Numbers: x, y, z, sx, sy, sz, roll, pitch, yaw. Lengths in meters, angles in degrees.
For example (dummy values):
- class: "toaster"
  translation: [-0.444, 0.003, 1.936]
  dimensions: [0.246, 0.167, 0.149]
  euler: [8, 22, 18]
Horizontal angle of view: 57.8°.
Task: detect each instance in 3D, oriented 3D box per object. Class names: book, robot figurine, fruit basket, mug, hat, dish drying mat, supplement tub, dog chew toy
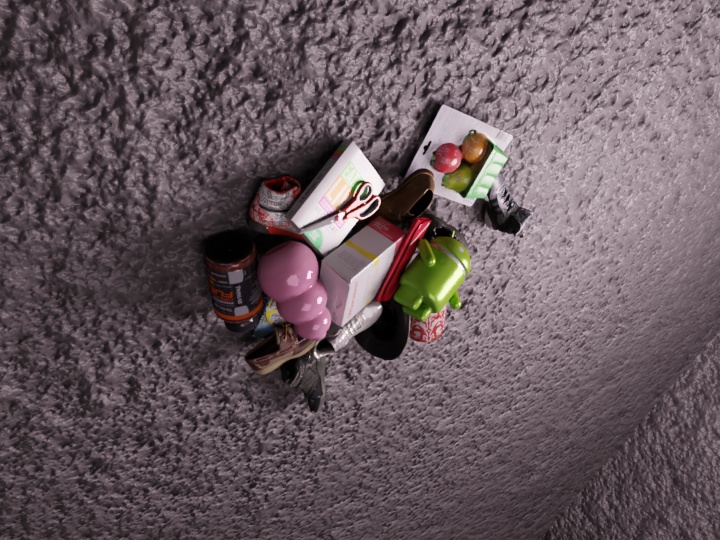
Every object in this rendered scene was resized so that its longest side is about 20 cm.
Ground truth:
- class: "book"
  translation: [-0.051, -0.143, 1.304]
  dimensions: [0.201, 0.048, 0.134]
  euler: [-54, 135, -12]
- class: "robot figurine"
  translation: [0.162, 0.011, 1.430]
  dimensions: [0.201, 0.115, 0.176]
  euler: [-49, 128, -15]
- class: "fruit basket"
  translation: [0.210, -0.246, 1.420]
  dimensions: [0.197, 0.094, 0.187]
  euler: [17, 116, -23]
- class: "mug"
  translation: [0.176, 0.069, 1.610]
  dimensions: [0.174, 0.135, 0.202]
  euler: [-13, 136, -7]
- class: "hat"
  translation: [0.063, 0.105, 1.550]
  dimensions: [0.080, 0.200, 0.203]
  euler: [-17, 137, -48]
- class: "dish drying mat"
  translation: [0.093, -0.021, 1.413]
  dimensions: [0.077, 0.018, 0.202]
  euler: [-14, 132, -64]
- class: "supplement tub"
  translation: [-0.253, 0.031, 1.322]
  dimensions: [0.105, 0.107, 0.202]
  euler: [-17, 133, -19]
- class: "dog chew toy"
  translation: [-0.122, 0.046, 1.291]
  dimensions: [0.123, 0.124, 0.203]
  euler: [-27, 104, -9]

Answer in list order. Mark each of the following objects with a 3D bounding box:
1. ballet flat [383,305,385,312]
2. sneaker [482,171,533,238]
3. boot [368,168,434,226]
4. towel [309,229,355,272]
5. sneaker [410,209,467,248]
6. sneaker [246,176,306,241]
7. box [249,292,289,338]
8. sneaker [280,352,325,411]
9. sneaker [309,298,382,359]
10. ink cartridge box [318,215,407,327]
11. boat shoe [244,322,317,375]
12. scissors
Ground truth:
- class: "ballet flat"
  translation: [0.065, 0.144, 1.647]
  dimensions: [0.072, 0.073, 0.202]
  euler: [-25, 135, -11]
- class: "sneaker"
  translation: [0.347, -0.159, 1.533]
  dimensions: [0.075, 0.113, 0.201]
  euler: [-45, 142, -20]
- class: "boot"
  translation: [0.085, -0.129, 1.403]
  dimensions: [0.073, 0.076, 0.200]
  euler: [26, 128, -28]
- class: "towel"
  translation: [-0.081, -0.009, 1.409]
  dimensions: [0.200, 0.048, 0.112]
  euler: [-43, 140, -14]
- class: "sneaker"
  translation: [0.198, -0.073, 1.534]
  dimensions: [0.199, 0.091, 0.077]
  euler: [25, 101, -45]
- class: "sneaker"
  translation: [-0.122, -0.124, 1.305]
  dimensions: [0.198, 0.068, 0.109]
  euler: [5, 125, -32]
- class: "box"
  translation: [-0.143, 0.095, 1.494]
  dimensions: [0.198, 0.038, 0.138]
  euler: [9, 120, -38]
- class: "sneaker"
  translation: [-0.145, 0.276, 1.621]
  dimensions: [0.112, 0.076, 0.202]
  euler: [-14, 129, -20]
- class: "sneaker"
  translation: [-0.032, 0.139, 1.485]
  dimensions: [0.198, 0.100, 0.075]
  euler: [-32, 114, 5]
- class: "ink cartridge box"
  translation: [0.000, 0.000, 1.380]
  dimensions: [0.199, 0.083, 0.147]
  euler: [-40, 154, -38]
- class: "boat shoe"
  translation: [-0.169, 0.155, 1.451]
  dimensions: [0.198, 0.073, 0.072]
  euler: [-31, 138, 3]
- class: "scissors"
  translation: [-0.036, -0.103, 1.294]
  dimensions: [0.199, 0.014, 0.074]
  euler: [-40, 133, -24]
